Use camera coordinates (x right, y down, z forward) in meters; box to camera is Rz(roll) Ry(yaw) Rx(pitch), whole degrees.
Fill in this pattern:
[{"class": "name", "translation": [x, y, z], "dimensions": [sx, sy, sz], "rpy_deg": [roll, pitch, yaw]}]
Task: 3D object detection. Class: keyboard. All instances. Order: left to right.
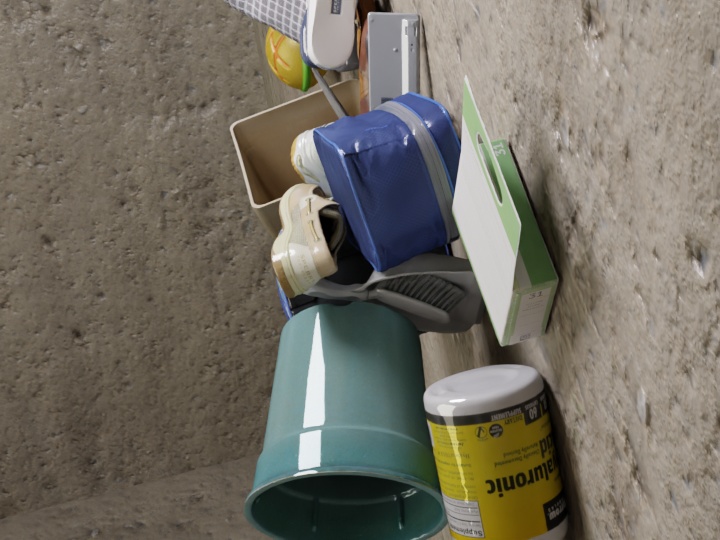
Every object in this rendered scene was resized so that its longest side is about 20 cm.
[{"class": "keyboard", "translation": [0.037, -0.175, 1.277], "dimensions": [0.011, 0.056, 0.202], "rpy_deg": [-50, -37, -60]}]

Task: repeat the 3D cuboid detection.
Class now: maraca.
[{"class": "maraca", "translation": [-0.102, -0.360, 1.921], "dimensions": [0.200, 0.106, 0.139], "rpy_deg": [-129, 35, -75]}]

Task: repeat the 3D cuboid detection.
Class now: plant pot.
[{"class": "plant pot", "translation": [-0.048, -0.115, 1.661], "dimensions": [0.201, 0.198, 0.178], "rpy_deg": [-111, 0, -48]}, {"class": "plant pot", "translation": [-0.012, 0.151, 1.185], "dimensions": [0.201, 0.197, 0.198], "rpy_deg": [88, -178, -56]}]

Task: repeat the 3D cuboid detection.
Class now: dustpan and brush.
[{"class": "dustpan and brush", "translation": [0.027, 0.022, 1.208], "dimensions": [0.140, 0.198, 0.058], "rpy_deg": [93, -164, -62]}]

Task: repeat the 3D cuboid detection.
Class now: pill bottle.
[{"class": "pill bottle", "translation": [0.128, 0.196, 1.079], "dimensions": [0.111, 0.110, 0.203], "rpy_deg": [-144, 41, -79]}]

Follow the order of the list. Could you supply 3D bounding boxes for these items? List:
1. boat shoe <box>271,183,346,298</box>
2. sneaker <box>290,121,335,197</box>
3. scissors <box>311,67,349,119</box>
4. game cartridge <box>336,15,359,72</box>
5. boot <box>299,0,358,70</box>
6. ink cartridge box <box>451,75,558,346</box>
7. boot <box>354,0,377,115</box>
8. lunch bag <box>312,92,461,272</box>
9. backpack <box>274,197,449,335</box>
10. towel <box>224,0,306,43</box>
[{"class": "boat shoe", "translation": [-0.043, -0.039, 1.200], "dimensions": [0.200, 0.064, 0.073], "rpy_deg": [-81, -31, -66]}, {"class": "sneaker", "translation": [0.008, -0.107, 1.463], "dimensions": [0.199, 0.087, 0.076], "rpy_deg": [35, -133, -33]}, {"class": "scissors", "translation": [-0.014, -0.171, 1.471], "dimensions": [0.200, 0.014, 0.073], "rpy_deg": [44, 153, -27]}, {"class": "game cartridge", "translation": [-0.031, -0.350, 1.678], "dimensions": [0.200, 0.040, 0.135], "rpy_deg": [-124, 19, -72]}, {"class": "boot", "translation": [-0.036, -0.336, 1.390], "dimensions": [0.090, 0.072, 0.203], "rpy_deg": [-152, 73, -72]}, {"class": "ink cartridge box", "translation": [0.119, -0.047, 0.974], "dimensions": [0.201, 0.047, 0.147], "rpy_deg": [91, 165, -60]}, {"class": "boot", "translation": [0.012, -0.226, 1.421], "dimensions": [0.200, 0.068, 0.190], "rpy_deg": [-114, 13, -61]}, {"class": "lunch bag", "translation": [0.041, -0.095, 1.176], "dimensions": [0.200, 0.131, 0.137], "rpy_deg": [-129, 19, -71]}, {"class": "backpack", "translation": [0.000, 0.000, 1.384], "dimensions": [0.147, 0.197, 0.185], "rpy_deg": [177, 80, -83]}, {"class": "towel", "translation": [-0.099, -0.402, 1.524], "dimensions": [0.165, 0.086, 0.201], "rpy_deg": [31, 138, 18]}]
